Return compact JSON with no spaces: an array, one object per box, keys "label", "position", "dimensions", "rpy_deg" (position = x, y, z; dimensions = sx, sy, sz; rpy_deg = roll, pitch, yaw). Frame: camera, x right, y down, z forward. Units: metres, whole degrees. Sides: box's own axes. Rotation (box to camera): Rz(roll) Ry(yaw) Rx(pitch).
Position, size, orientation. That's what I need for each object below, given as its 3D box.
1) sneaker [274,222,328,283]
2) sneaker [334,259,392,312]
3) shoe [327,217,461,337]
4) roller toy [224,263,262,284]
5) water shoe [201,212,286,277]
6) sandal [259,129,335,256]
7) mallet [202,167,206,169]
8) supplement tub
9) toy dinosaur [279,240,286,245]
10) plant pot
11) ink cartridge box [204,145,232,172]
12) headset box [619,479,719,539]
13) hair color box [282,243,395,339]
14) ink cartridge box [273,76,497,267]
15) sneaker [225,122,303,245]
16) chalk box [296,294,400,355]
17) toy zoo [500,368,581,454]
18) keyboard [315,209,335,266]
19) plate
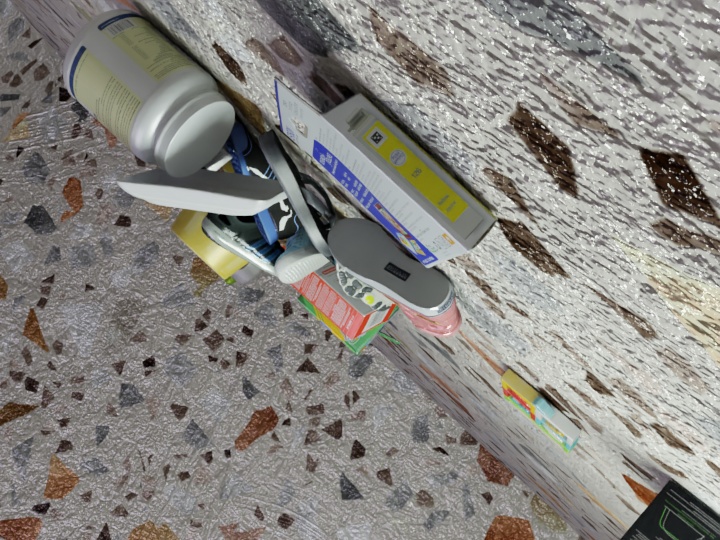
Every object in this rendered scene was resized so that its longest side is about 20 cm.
[{"label":"sneaker","position":[-0.099,-0.038,1.442],"dimensions":[0.082,0.074,0.200],"rpy_deg":[46,-158,7]},{"label":"sneaker","position":[0.000,0.000,1.355],"dimensions":[0.080,0.077,0.200],"rpy_deg":[50,178,30]},{"label":"shoe","position":[0.043,0.012,1.130],"dimensions":[0.200,0.072,0.091],"rpy_deg":[34,165,32]},{"label":"roller toy","position":[-0.409,-0.059,3.154],"dimensions":[0.182,0.201,0.140],"rpy_deg":[-19,125,43]},{"label":"water shoe","position":[-0.159,-0.051,1.441],"dimensions":[0.200,0.079,0.072],"rpy_deg":[29,-169,-39]},{"label":"sandal","position":[-0.067,-0.095,1.154],"dimensions":[0.201,0.043,0.076],"rpy_deg":[62,-176,-40]},{"label":"mallet","position":[-0.253,-0.168,1.409],"dimensions":[0.066,0.041,0.200],"rpy_deg":[52,180,-36]},{"label":"supplement tub","position":[-0.278,-0.233,1.188],"dimensions":[0.200,0.145,0.145],"rpy_deg":[42,174,15]},{"label":"toy dinosaur","position":[-0.136,-0.044,1.856],"dimensions":[0.136,0.086,0.200],"rpy_deg":[48,173,-27]},{"label":"plant pot","position":[-0.216,-0.095,1.543],"dimensions":[0.201,0.189,0.201],"rpy_deg":[41,174,5]},{"label":"ink cartridge box","position":[-0.244,-0.212,1.382],"dimensions":[0.176,0.045,0.200],"rpy_deg":[47,-173,-45]},{"label":"headset box","position":[0.343,0.370,1.039],"dimensions":[0.093,0.200,0.174],"rpy_deg":[38,173,38]},{"label":"hair color box","position":[-0.043,0.022,1.576],"dimensions":[0.200,0.064,0.111],"rpy_deg":[42,-144,19]},{"label":"ink cartridge box","position":[0.014,-0.087,0.774],"dimensions":[0.200,0.047,0.198],"rpy_deg":[45,176,-1]},{"label":"sneaker","position":[-0.142,-0.140,1.362],"dimensions":[0.070,0.078,0.201],"rpy_deg":[40,152,58]},{"label":"chalk box","position":[-0.007,0.083,1.722],"dimensions":[0.200,0.124,0.125],"rpy_deg":[43,175,6]},{"label":"toy zoo","position":[0.260,0.205,1.301],"dimensions":[0.131,0.020,0.200],"rpy_deg":[41,174,20]},{"label":"keyboard","position":[-0.057,-0.061,1.345],"dimensions":[0.128,0.021,0.200],"rpy_deg":[62,-176,14]},{"label":"plate","position":[-0.198,-0.106,1.206],"dimensions":[0.199,0.033,0.200],"rpy_deg":[8,-168,8]}]
